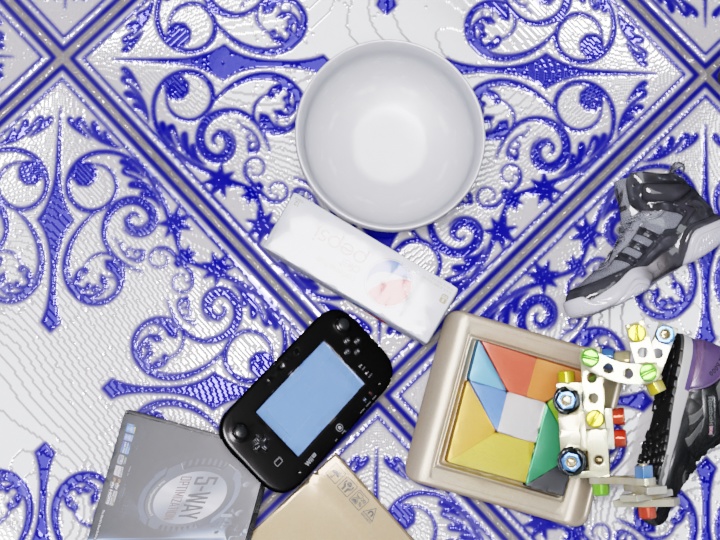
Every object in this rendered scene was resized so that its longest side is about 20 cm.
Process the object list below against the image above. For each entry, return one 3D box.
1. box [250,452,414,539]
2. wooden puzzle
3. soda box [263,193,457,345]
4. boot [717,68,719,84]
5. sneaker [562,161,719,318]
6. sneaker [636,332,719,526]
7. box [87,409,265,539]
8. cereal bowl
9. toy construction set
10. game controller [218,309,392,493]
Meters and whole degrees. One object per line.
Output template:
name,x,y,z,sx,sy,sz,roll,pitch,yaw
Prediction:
box,-0.019,0.319,1.402,0.163,0.021,0.200,-42,87,-4
wooden puzzle,0.163,0.155,1.414,0.199,0.037,0.186,15,85,1
soda box,0.000,0.000,1.413,0.199,0.064,0.068,30,85,3
boot,0.496,-0.266,1.452,0.164,0.066,0.201,26,80,0
sneaker,0.281,-0.035,1.418,0.199,0.075,0.114,-29,85,-9
sneaker,0.347,0.172,1.399,0.087,0.076,0.201,16,84,-5
box,-0.191,0.260,1.381,0.159,0.044,0.201,15,81,7
cereal bowl,0.030,-0.135,1.417,0.198,0.083,0.202,0,84,-1
toy construction set,0.261,0.152,1.357,0.130,0.092,0.202,-5,71,11
game controller,-0.053,0.132,1.379,0.104,0.042,0.200,42,61,4
